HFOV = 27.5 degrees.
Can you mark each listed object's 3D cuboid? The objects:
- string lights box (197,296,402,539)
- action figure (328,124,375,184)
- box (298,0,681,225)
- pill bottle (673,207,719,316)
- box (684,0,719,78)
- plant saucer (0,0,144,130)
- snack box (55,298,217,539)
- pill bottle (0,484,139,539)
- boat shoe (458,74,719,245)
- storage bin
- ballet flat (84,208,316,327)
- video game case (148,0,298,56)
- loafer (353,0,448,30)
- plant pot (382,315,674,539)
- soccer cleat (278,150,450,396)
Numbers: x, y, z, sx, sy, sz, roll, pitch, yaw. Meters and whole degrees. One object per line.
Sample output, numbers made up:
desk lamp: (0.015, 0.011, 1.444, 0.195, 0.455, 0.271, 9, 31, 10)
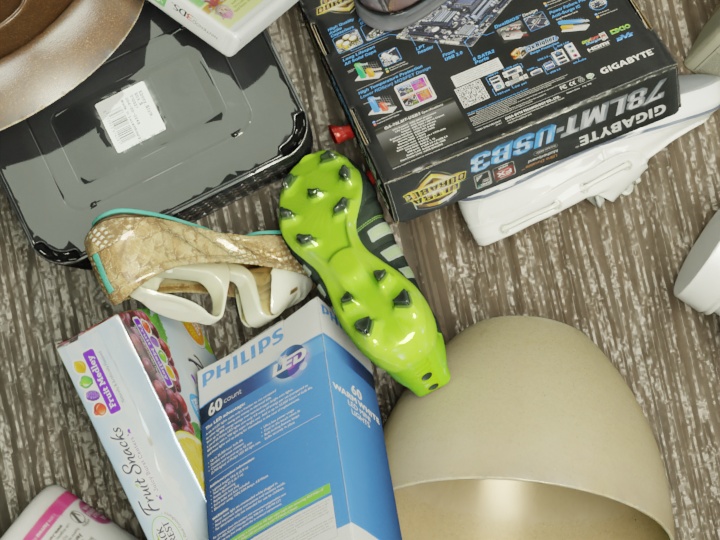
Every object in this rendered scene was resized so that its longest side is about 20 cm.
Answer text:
string lights box: (-0.038, 0.123, 0.879, 0.102, 0.201, 0.059, -32, 131, 21)
action figure: (0.077, -0.119, 1.014, 0.199, 0.052, 0.066, -26, 93, -3)
box: (0.078, -0.147, 0.965, 0.199, 0.050, 0.199, -23, 50, -2)
pill bottle: (0.315, 0.033, 0.974, 0.199, 0.112, 0.113, 31, 88, 1)
box: (0.281, -0.159, 0.937, 0.095, 0.200, 0.078, 32, 88, 2)
plant saucer: (-0.235, -0.157, 0.956, 0.199, 0.201, 0.032, -27, 128, 0)
snack box: (-0.111, 0.122, 0.957, 0.053, 0.142, 0.201, -26, 88, 10)
pill bottle: (-0.155, 0.242, 0.969, 0.199, 0.113, 0.114, 35, 88, 1)
boat shoe: (0.159, -0.076, 1.008, 0.199, 0.074, 0.066, -21, 109, -1)
storage bin: (-0.143, -0.099, 0.992, 0.199, 0.094, 0.136, -26, 88, -1)
ballet flat: (-0.088, 0.006, 0.959, 0.199, 0.070, 0.066, 4, 65, -36)
video game case: (-0.105, -0.239, 0.964, 0.182, 0.022, 0.200, 36, 44, 4)
loafer: (0.072, -0.238, 0.964, 0.200, 0.063, 0.072, -42, 54, -16)
plant pot: (0.103, 0.109, 0.948, 0.199, 0.201, 0.135, 7, 62, 1)
soccer cleat: (0.000, 0.000, 0.933, 0.067, 0.081, 0.200, -30, 45, 3)
